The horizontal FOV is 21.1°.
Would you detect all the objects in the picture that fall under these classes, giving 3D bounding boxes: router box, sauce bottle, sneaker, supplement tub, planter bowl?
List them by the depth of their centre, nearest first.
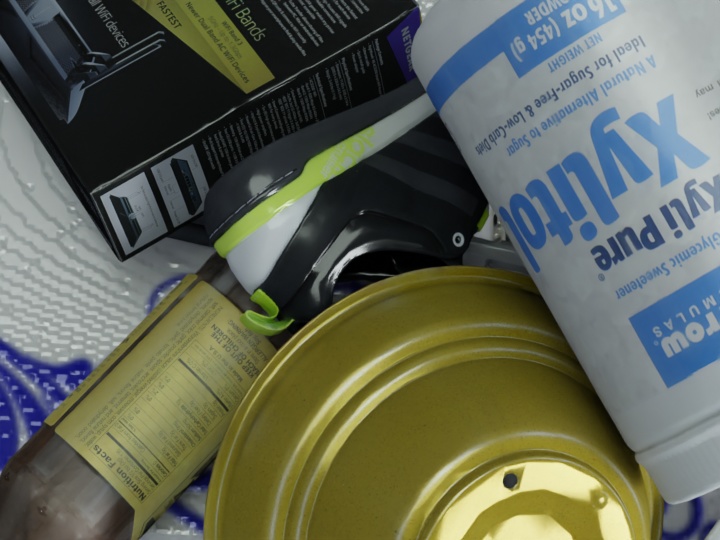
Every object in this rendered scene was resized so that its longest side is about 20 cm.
[{"bbox_3d":[0.118,-0.031,0.713,0.131,0.132,0.201,-29,83,-10],"label":"supplement tub"},{"bbox_3d":[0.047,0.104,0.734,0.199,0.083,0.202,-4,102,-20],"label":"planter bowl"},{"bbox_3d":[0.027,-0.031,0.794,0.199,0.072,0.083,-27,83,-23],"label":"sneaker"},{"bbox_3d":[-0.105,0.079,0.802,0.065,0.065,0.200,42,77,12],"label":"sauce bottle"},{"bbox_3d":[-0.087,-0.121,0.842,0.157,0.052,0.200,-30,56,-10],"label":"router box"}]

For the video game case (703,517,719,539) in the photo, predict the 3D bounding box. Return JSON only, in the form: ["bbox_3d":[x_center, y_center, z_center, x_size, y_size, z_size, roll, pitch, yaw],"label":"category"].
[{"bbox_3d":[0.196,0.180,0.720,0.200,0.024,0.182,34,73,18],"label":"video game case"}]

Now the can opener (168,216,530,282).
[{"bbox_3d":[0.000,0.000,0.834,0.199,0.053,0.067,12,71,4],"label":"can opener"}]
